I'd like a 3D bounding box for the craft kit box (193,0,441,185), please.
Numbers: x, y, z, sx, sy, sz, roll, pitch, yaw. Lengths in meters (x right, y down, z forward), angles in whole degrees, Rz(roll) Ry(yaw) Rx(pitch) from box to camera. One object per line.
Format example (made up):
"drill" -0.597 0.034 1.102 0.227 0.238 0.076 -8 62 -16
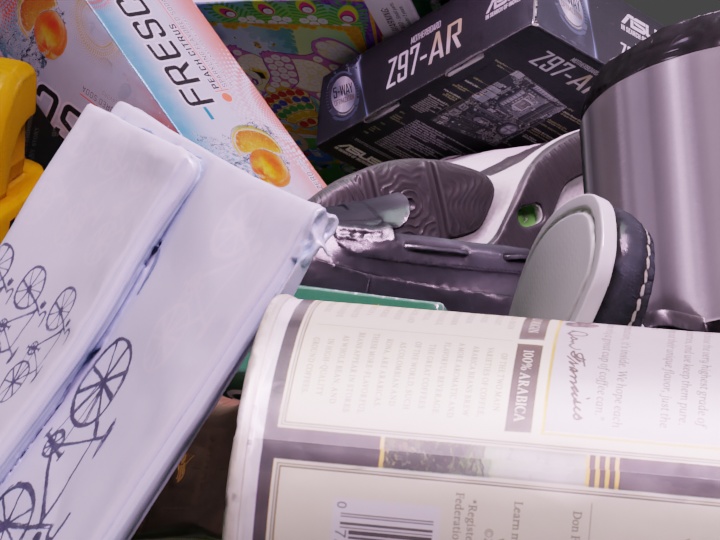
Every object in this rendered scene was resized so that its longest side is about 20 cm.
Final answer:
"craft kit box" -0.034 -0.101 1.417 0.197 0.049 0.200 2 -29 23

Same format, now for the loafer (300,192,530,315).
"loafer" 0.000 0.000 1.153 0.200 0.071 0.068 15 -19 -10

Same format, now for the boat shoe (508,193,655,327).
"boat shoe" 0.079 0.043 0.991 0.060 0.200 0.076 12 58 -8

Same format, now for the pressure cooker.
"pressure cooker" 0.180 0.011 1.098 0.176 0.200 0.179 -2 -19 4

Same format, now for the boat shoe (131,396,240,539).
"boat shoe" -0.060 0.082 1.043 0.200 0.072 0.068 5 -20 41

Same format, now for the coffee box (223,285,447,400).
"coffee box" -0.054 0.039 1.117 0.200 0.044 0.123 7 -19 12

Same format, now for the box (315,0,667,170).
"box" 0.103 -0.067 1.346 0.200 0.044 0.160 25 -35 -32

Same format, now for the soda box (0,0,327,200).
"soda box" -0.103 -0.086 1.257 0.068 0.064 0.200 -15 63 -49

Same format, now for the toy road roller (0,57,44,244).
"toy road roller" -0.203 -0.019 1.209 0.123 0.146 0.200 6 15 11

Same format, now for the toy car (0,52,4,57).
"toy car" -0.209 -0.121 1.460 0.184 0.200 0.177 4 7 5

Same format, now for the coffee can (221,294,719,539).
"coffee can" 0.065 0.087 0.869 0.200 0.147 0.146 5 15 7

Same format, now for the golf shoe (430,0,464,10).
"golf shoe" 0.070 -0.163 1.322 0.078 0.095 0.200 -2 -29 13

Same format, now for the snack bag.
"snack bag" -0.105 0.034 0.992 0.021 0.189 0.200 35 -3 -31

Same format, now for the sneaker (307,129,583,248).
"sneaker" 0.031 -0.015 1.267 0.200 0.076 0.115 -14 1 -31

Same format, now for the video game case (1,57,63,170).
"video game case" -0.205 -0.044 1.328 0.200 0.143 0.019 -3 43 -21
